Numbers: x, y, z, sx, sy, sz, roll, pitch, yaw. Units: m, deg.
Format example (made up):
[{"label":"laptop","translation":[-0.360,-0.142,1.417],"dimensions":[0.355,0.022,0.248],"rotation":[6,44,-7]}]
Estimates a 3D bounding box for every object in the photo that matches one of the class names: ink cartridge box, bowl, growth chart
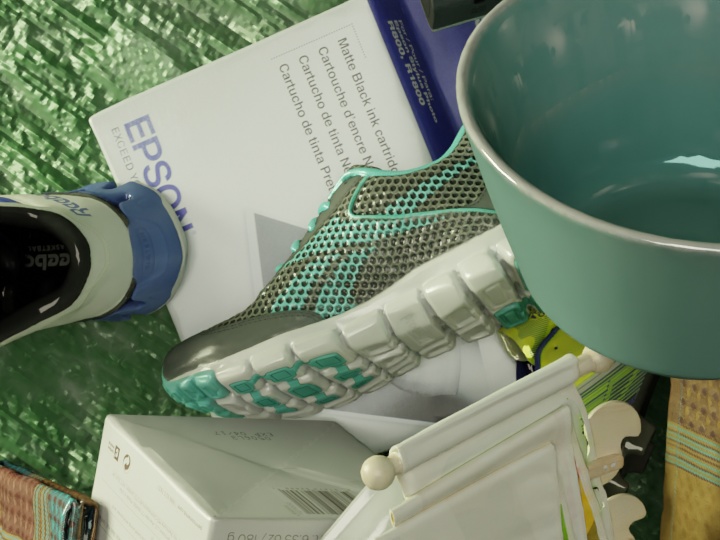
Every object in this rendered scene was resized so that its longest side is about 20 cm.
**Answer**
[{"label":"ink cartridge box","translation":[0.002,-0.019,1.167],"dimensions":[0.199,0.041,0.201],"rotation":[-24,88,5]},{"label":"bowl","translation":[0.137,-0.031,1.010],"dimensions":[0.199,0.201,0.106],"rotation":[4,129,6]},{"label":"growth chart","translation":[0.059,0.136,1.028],"dimensions":[0.144,0.018,0.201],"rotation":[-17,114,-32]}]

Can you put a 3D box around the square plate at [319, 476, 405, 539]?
[{"label":"square plate","translation":[0.014,0.203,1.051],"dimensions":[0.200,0.028,0.198],"rotation":[-49,128,-9]}]

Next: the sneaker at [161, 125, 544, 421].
[{"label":"sneaker","translation":[0.000,0.000,1.120],"dimensions":[0.199,0.078,0.092],"rotation":[-23,65,9]}]

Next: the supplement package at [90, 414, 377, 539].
[{"label":"supplement package","translation":[-0.053,0.177,1.093],"dimensions":[0.121,0.120,0.201],"rotation":[3,107,-30]}]

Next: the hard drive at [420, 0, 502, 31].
[{"label":"hard drive","translation":[0.104,-0.197,1.108],"dimensions":[0.199,0.033,0.140],"rotation":[-17,71,-6]}]

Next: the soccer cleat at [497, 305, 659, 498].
[{"label":"soccer cleat","translation":[0.108,0.019,1.123],"dimensions":[0.083,0.065,0.201],"rotation":[20,71,11]}]

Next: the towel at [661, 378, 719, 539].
[{"label":"towel","translation":[0.167,0.143,1.039],"dimensions":[0.022,0.147,0.201],"rotation":[-5,106,-27]}]

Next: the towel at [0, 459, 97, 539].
[{"label":"towel","translation":[-0.157,0.193,1.138],"dimensions":[0.022,0.146,0.201],"rotation":[6,90,-24]}]

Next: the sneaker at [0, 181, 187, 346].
[{"label":"sneaker","translation":[-0.189,0.000,1.135],"dimensions":[0.198,0.115,0.081],"rotation":[-11,88,22]}]
